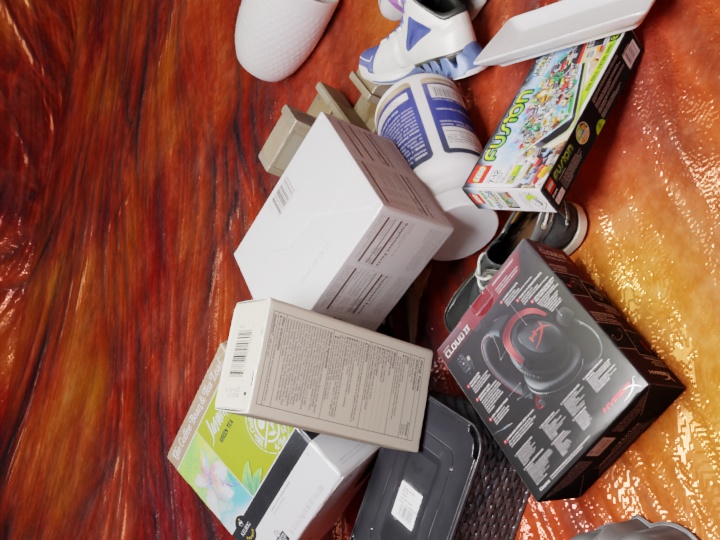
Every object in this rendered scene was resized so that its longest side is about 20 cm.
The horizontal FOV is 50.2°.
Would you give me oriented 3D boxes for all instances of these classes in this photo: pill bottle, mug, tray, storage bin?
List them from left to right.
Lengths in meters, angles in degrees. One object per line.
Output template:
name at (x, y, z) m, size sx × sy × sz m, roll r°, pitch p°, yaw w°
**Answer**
mug at (-0.130, -0.432, 1.313) m, size 0.177 × 0.145 × 0.202 m, roll -55°, pitch 9°, yaw 35°
pill bottle at (0.088, -0.120, 0.890) m, size 0.116 × 0.114 × 0.204 m, roll -43°, pitch 45°, yaw 35°
storage bin at (0.081, 0.237, 0.780) m, size 0.134 × 0.092 × 0.205 m, roll 24°, pitch 96°, yaw 54°
tray at (0.219, -0.255, 0.794) m, size 0.197 × 0.022 × 0.108 m, roll -5°, pitch 36°, yaw 45°

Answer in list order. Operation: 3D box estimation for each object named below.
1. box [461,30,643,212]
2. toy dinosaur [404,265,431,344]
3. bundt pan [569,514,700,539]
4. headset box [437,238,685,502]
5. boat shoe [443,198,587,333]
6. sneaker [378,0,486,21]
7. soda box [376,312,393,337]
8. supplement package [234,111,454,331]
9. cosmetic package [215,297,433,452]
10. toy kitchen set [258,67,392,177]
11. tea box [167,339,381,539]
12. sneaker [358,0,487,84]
box at (0.191, -0.150, 0.769) m, size 0.109 × 0.035 × 0.203 m, roll 8°, pitch 62°, yaw 54°
toy dinosaur at (0.062, 0.016, 0.903) m, size 0.059 × 0.106 × 0.206 m, roll -2°, pitch 81°, yaw 13°
bundt pan at (0.207, 0.297, 0.598) m, size 0.200 × 0.074 × 0.207 m, roll -26°, pitch 57°, yaw 48°
headset box at (0.170, 0.082, 0.711) m, size 0.150 × 0.074 × 0.201 m, roll -55°, pitch 47°, yaw 24°
boat shoe at (0.146, -0.004, 0.809) m, size 0.201 × 0.066 × 0.073 m, roll -50°, pitch 43°, yaw 32°
sneaker at (0.094, -0.360, 1.018) m, size 0.198 × 0.071 × 0.118 m, roll -20°, pitch 64°, yaw 49°
soda box at (0.000, 0.000, 0.965) m, size 0.069 × 0.064 × 0.204 m, roll -11°, pitch 53°, yaw 14°
supplement package at (-0.025, -0.031, 0.824) m, size 0.201 × 0.109 × 0.157 m, roll -53°, pitch 47°, yaw 25°
cosmetic package at (-0.030, 0.104, 0.736) m, size 0.072 × 0.197 × 0.106 m, roll -9°, pitch 65°, yaw 53°
toy kitchen set at (-0.051, -0.232, 1.070) m, size 0.165 × 0.178 × 0.202 m, roll -54°, pitch 44°, yaw 23°
tea box at (-0.090, 0.196, 0.883) m, size 0.196 × 0.133 × 0.202 m, roll 42°, pitch 124°, yaw 18°
sneaker at (0.076, -0.305, 0.971) m, size 0.197 × 0.080 × 0.118 m, roll 12°, pitch 125°, yaw 49°
